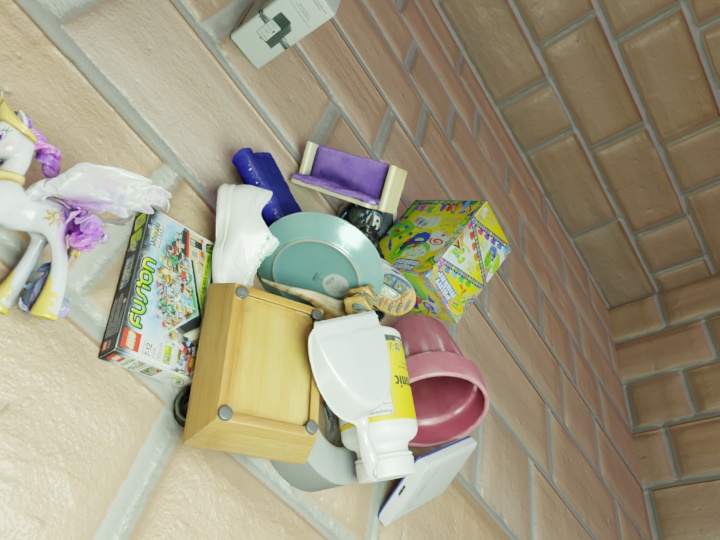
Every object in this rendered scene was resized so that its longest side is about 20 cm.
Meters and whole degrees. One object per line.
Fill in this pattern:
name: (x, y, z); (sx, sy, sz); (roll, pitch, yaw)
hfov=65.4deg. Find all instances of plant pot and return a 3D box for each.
plant pot: (0.117, 0.188, 1.026); (0.200, 0.199, 0.180); (44, 22, -32)

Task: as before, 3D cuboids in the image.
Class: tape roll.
tape roll: (-0.059, 0.216, 0.832); (0.200, 0.066, 0.202); (38, 40, -40)

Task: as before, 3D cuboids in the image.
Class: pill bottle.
pill bottle: (0.020, 0.191, 0.801); (0.111, 0.110, 0.203); (21, 53, -50)

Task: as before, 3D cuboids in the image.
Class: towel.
towel: (-0.138, -0.098, 0.914); (0.202, 0.049, 0.148); (62, 11, -3)

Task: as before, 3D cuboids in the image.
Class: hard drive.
hard drive: (0.120, 0.357, 0.967); (0.025, 0.133, 0.199); (39, 17, 30)

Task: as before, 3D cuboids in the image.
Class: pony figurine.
pony figurine: (-0.313, -0.055, 0.558); (0.192, 0.165, 0.203); (26, 63, -37)

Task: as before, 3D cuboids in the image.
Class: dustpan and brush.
dustpan and brush: (-0.001, 0.161, 0.708); (0.139, 0.057, 0.202); (-5, 70, -53)

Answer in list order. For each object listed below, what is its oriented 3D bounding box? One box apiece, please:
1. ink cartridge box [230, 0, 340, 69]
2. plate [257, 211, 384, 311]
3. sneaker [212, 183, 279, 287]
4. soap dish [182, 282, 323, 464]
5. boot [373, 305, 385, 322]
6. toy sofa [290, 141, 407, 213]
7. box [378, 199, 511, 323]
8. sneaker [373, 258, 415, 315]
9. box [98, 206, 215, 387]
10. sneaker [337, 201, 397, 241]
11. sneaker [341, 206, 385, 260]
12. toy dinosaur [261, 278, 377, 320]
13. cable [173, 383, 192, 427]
ink cartridge box: (-0.137, -0.495, 1.070); (0.083, 0.198, 0.148); (47, 36, -34)
plate: (-0.064, 0.006, 0.834); (0.201, 0.199, 0.026); (52, 29, -22)
sneaker: (-0.156, -0.023, 0.778); (0.075, 0.087, 0.203); (119, -29, -80)
soap dish: (-0.120, 0.119, 0.684); (0.156, 0.081, 0.202); (21, 54, -30)
boot: (0.002, 0.056, 0.979); (0.199, 0.068, 0.130); (20, 14, -44)
toy sofa: (-0.024, -0.172, 1.021); (0.097, 0.198, 0.084); (3, 106, -61)
box: (0.140, -0.026, 1.070); (0.193, 0.199, 0.122); (-48, 120, -21)
sneaker: (0.000, 0.000, 0.902); (0.199, 0.076, 0.088); (38, 11, -1)
box: (-0.244, 0.031, 0.696); (0.110, 0.034, 0.202); (35, 43, -42)
sneaker: (0.022, -0.059, 1.149); (0.145, 0.076, 0.205); (-5, 82, -50)
sneaker: (0.016, -0.048, 1.002); (0.073, 0.113, 0.200); (18, 20, -46)
toy dinosaur: (-0.034, 0.056, 0.796); (0.200, 0.106, 0.061); (42, 25, -39)
cable: (-0.169, 0.120, 0.729); (0.097, 0.051, 0.199); (43, 34, 14)
